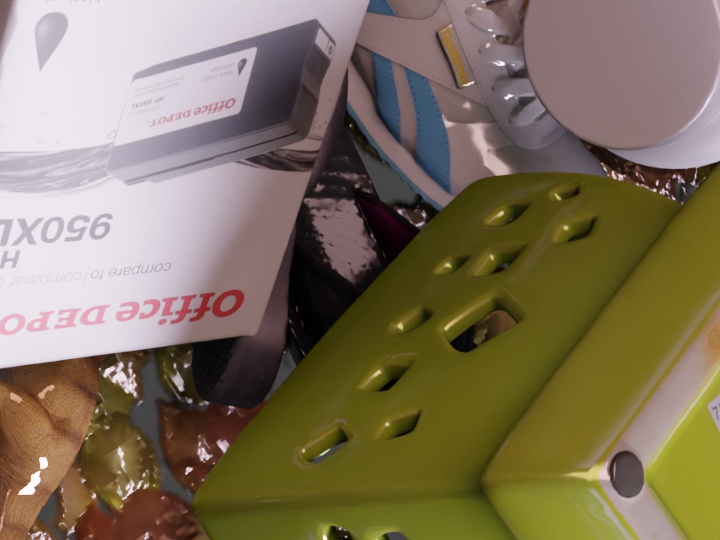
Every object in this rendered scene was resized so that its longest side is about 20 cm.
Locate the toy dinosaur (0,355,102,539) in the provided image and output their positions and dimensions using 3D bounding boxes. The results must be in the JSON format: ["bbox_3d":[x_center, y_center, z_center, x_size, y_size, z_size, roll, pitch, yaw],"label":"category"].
[{"bbox_3d":[-0.125,0.062,0.960,0.106,0.060,0.201,26,68,-23],"label":"toy dinosaur"}]

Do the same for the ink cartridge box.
[{"bbox_3d":[-0.083,-0.072,0.905,0.144,0.201,0.084,-6,38,-37],"label":"ink cartridge box"}]

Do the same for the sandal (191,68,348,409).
[{"bbox_3d":[-0.033,-0.044,1.038,0.043,0.076,0.201,9,75,-19],"label":"sandal"}]

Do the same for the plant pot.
[{"bbox_3d":[0.096,0.085,0.977,0.199,0.181,0.200,53,55,-18],"label":"plant pot"}]

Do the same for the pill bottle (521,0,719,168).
[{"bbox_3d":[0.138,-0.102,1.099,0.112,0.112,0.200,58,26,6],"label":"pill bottle"}]

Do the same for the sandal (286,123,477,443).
[{"bbox_3d":[-0.001,0.000,1.074,0.075,0.048,0.201,-27,81,-32],"label":"sandal"}]

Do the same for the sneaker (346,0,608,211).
[{"bbox_3d":[0.037,-0.092,1.103,0.200,0.081,0.077,47,33,-2],"label":"sneaker"}]
